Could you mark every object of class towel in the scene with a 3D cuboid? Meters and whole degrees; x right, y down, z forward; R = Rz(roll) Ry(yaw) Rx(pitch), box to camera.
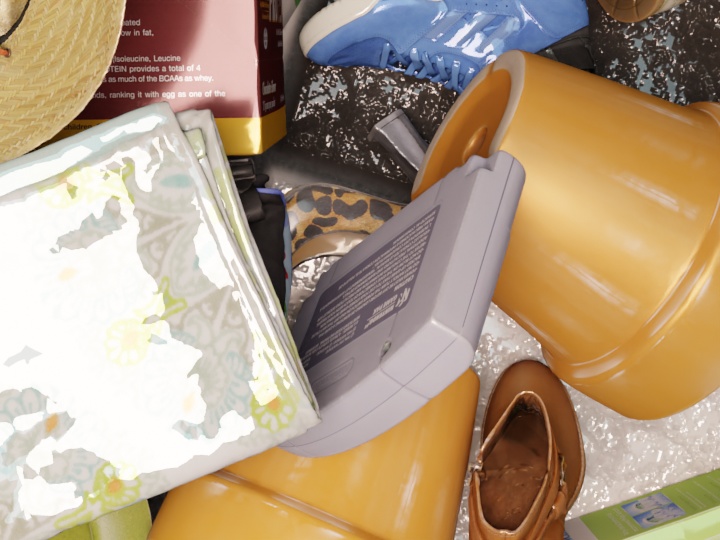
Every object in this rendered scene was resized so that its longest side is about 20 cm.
[{"bbox_3d":[-0.136,0.031,0.557,0.199,0.048,0.172,-21,93,-1],"label":"towel"}]

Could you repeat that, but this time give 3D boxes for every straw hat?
[{"bbox_3d":[-0.191,-0.146,0.572,0.200,0.085,0.202,3,105,11],"label":"straw hat"}]

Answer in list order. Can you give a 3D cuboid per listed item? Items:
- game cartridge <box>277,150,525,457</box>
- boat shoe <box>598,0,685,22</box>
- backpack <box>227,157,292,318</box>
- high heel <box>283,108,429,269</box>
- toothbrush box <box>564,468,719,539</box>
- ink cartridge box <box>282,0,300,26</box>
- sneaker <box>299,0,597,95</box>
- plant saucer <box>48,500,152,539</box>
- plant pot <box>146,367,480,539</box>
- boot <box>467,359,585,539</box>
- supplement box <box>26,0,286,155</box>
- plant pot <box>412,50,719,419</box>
[{"bbox_3d":[0.010,0.029,0.641,0.041,0.200,0.133,34,56,-14],"label":"game cartridge"},{"bbox_3d":[0.171,-0.271,0.820,0.065,0.072,0.201,-24,89,-37],"label":"boat shoe"},{"bbox_3d":[-0.132,0.033,0.680,0.182,0.200,0.148,3,73,-4],"label":"backpack"},{"bbox_3d":[0.000,0.000,0.815,0.200,0.071,0.143,-39,87,-9],"label":"high heel"},{"bbox_3d":[0.238,0.232,0.832,0.199,0.086,0.146,-20,93,-2],"label":"toothbrush box"},{"bbox_3d":[-0.133,-0.174,0.797,0.146,0.084,0.200,31,92,-3],"label":"ink cartridge box"},{"bbox_3d":[0.064,-0.141,0.810,0.199,0.077,0.112,-13,84,-8],"label":"sneaker"},{"bbox_3d":[-0.235,0.162,0.793,0.199,0.031,0.201,7,112,18],"label":"plant saucer"},{"bbox_3d":[-0.011,0.132,0.775,0.200,0.200,0.184,25,77,-3],"label":"plant pot"},{"bbox_3d":[0.106,0.114,0.755,0.073,0.155,0.201,-2,54,11],"label":"boot"},{"bbox_3d":[-0.146,-0.171,0.676,0.196,0.133,0.201,-1,101,3],"label":"supplement box"},{"bbox_3d":[0.138,-0.036,0.733,0.183,0.200,0.201,27,92,-16],"label":"plant pot"}]
